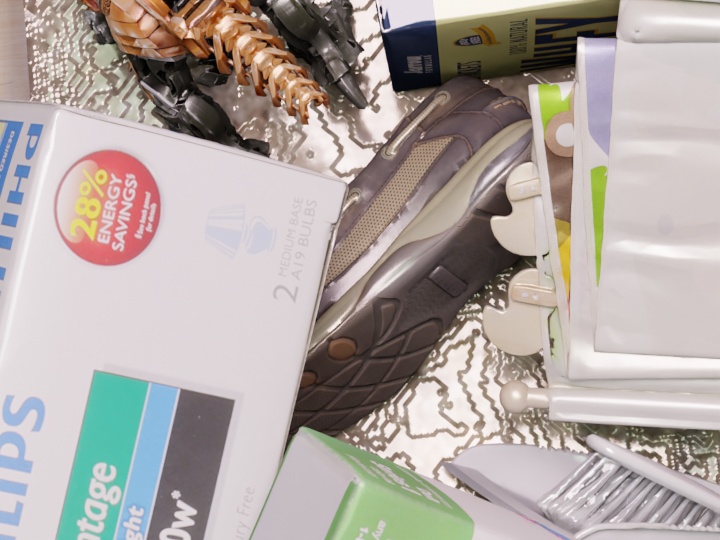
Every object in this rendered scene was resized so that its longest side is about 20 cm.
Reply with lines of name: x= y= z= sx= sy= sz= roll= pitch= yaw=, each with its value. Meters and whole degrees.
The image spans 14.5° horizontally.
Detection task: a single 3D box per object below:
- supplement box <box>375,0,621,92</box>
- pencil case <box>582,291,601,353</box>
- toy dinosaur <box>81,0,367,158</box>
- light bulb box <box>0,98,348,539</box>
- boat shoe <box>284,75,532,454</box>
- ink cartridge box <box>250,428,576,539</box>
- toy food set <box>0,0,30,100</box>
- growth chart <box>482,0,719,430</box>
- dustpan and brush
supplement box: x=0.095 y=-0.194 z=1.156 sx=0.198 sy=0.134 sz=0.201 roll=-8 pitch=83 yaw=2
pencil case: x=0.183 y=0.009 z=1.158 sx=0.198 sy=0.091 sz=0.094 roll=-1 pitch=120 yaw=4
toy dinosaur: x=-0.071 y=-0.100 z=1.149 sx=0.102 sy=0.136 sz=0.201 roll=-33 pitch=41 yaw=13
light bulb box: x=-0.117 y=0.041 z=1.085 sx=0.124 sy=0.200 sz=0.200 roll=13 pitch=89 yaw=-27
boat shoe: x=0.000 y=0.000 z=1.180 sx=0.200 sy=0.075 sz=0.073 roll=-42 pitch=58 yaw=2
ink cartridge box: x=0.046 y=0.164 z=0.997 sx=0.199 sy=0.084 sz=0.146 roll=23 pitch=91 yaw=-19
toy food set: x=-0.239 y=-0.044 z=1.200 sx=0.198 sy=0.060 sz=0.145 roll=-2 pitch=95 yaw=4
growth chart: x=0.124 y=-0.025 z=1.092 sx=0.144 sy=0.018 sz=0.201 roll=11 pitch=112 yaw=10
dustpan and brush: x=0.147 y=0.102 z=1.143 sx=0.199 sy=0.140 sz=0.058 roll=23 pitch=91 yaw=-20
